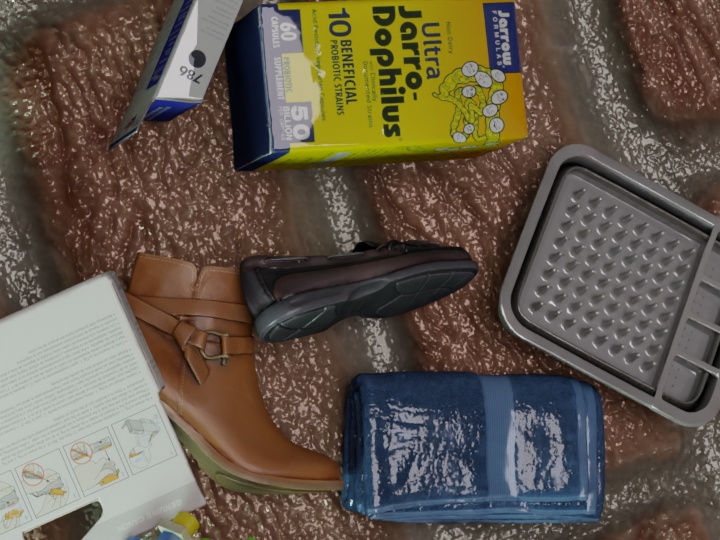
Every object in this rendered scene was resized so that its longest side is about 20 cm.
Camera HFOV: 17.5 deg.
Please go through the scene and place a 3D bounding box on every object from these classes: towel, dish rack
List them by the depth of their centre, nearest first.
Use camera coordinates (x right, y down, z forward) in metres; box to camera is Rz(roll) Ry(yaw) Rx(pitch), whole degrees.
[{"bbox_3d":[0.087,0.133,1.758,0.199,0.049,0.112,2,84,-17],"label":"towel"},{"bbox_3d":[0.204,0.014,1.805,0.199,0.044,0.172,28,68,-13],"label":"dish rack"}]

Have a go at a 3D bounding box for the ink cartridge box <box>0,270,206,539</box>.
[{"bbox_3d":[-0.229,0.120,1.638,0.199,0.045,0.177,-24,92,2],"label":"ink cartridge box"}]

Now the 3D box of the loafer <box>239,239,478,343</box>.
[{"bbox_3d":[0.000,0.000,1.727,0.199,0.072,0.063,-13,68,-36],"label":"loafer"}]

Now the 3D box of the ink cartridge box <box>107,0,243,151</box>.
[{"bbox_3d":[-0.120,-0.175,1.702,0.039,0.099,0.201,26,79,-15],"label":"ink cartridge box"}]

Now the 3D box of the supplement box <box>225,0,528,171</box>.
[{"bbox_3d":[0.010,-0.138,1.733,0.199,0.109,0.109,-5,87,-18],"label":"supplement box"}]

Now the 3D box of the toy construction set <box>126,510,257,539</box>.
[{"bbox_3d":[-0.077,0.250,1.632,0.200,0.131,0.092,45,62,-44],"label":"toy construction set"}]

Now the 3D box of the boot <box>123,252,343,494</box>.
[{"bbox_3d":[-0.092,0.078,1.704,0.199,0.074,0.156,16,77,-18],"label":"boot"}]
